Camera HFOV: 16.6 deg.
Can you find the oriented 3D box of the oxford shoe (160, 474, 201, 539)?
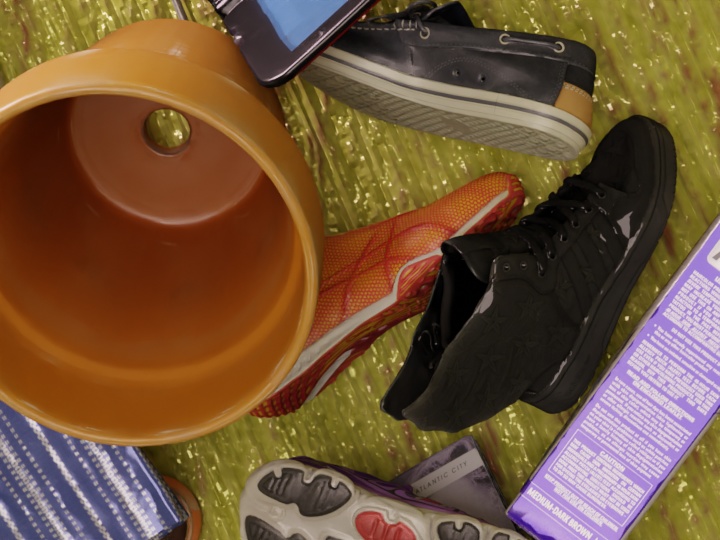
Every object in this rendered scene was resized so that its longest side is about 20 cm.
[{"bbox_3d":[-0.166,0.205,1.402,0.071,0.073,0.201,32,101,7],"label":"oxford shoe"}]

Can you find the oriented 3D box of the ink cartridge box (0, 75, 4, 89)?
[{"bbox_3d":[-0.249,-0.006,1.395,0.145,0.084,0.201,-20,92,14],"label":"ink cartridge box"}]

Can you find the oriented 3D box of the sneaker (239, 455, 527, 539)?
[{"bbox_3d":[0.035,0.145,1.312,0.199,0.083,0.081,27,107,9],"label":"sneaker"}]

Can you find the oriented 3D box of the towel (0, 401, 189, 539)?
[{"bbox_3d":[-0.210,0.131,1.356,0.199,0.024,0.145,-34,92,13],"label":"towel"}]

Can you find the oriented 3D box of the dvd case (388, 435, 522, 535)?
[{"bbox_3d":[0.040,0.212,1.339,0.148,0.016,0.201,-30,68,12],"label":"dvd case"}]

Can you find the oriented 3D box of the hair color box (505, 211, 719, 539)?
[{"bbox_3d":[0.162,0.058,1.297,0.065,0.109,0.200,38,101,6],"label":"hair color box"}]

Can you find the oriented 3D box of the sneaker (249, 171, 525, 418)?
[{"bbox_3d":[0.000,0.000,1.351,0.199,0.073,0.077,-34,72,9],"label":"sneaker"}]

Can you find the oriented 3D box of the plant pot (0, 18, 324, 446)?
[{"bbox_3d":[-0.112,-0.040,1.296,0.199,0.184,0.202,2,117,4],"label":"plant pot"}]

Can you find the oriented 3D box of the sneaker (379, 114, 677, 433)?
[{"bbox_3d":[0.089,-0.001,1.296,0.104,0.060,0.201,23,87,-31],"label":"sneaker"}]

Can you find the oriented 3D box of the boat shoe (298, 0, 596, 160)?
[{"bbox_3d":[0.037,-0.112,1.326,0.199,0.075,0.063,15,78,25],"label":"boat shoe"}]

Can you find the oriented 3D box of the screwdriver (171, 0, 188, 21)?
[{"bbox_3d":[-0.121,-0.184,1.379,0.029,0.028,0.201,-17,89,-15],"label":"screwdriver"}]

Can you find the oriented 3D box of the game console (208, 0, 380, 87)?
[{"bbox_3d":[-0.023,-0.221,1.298,0.200,0.119,0.173,-41,89,6],"label":"game console"}]
